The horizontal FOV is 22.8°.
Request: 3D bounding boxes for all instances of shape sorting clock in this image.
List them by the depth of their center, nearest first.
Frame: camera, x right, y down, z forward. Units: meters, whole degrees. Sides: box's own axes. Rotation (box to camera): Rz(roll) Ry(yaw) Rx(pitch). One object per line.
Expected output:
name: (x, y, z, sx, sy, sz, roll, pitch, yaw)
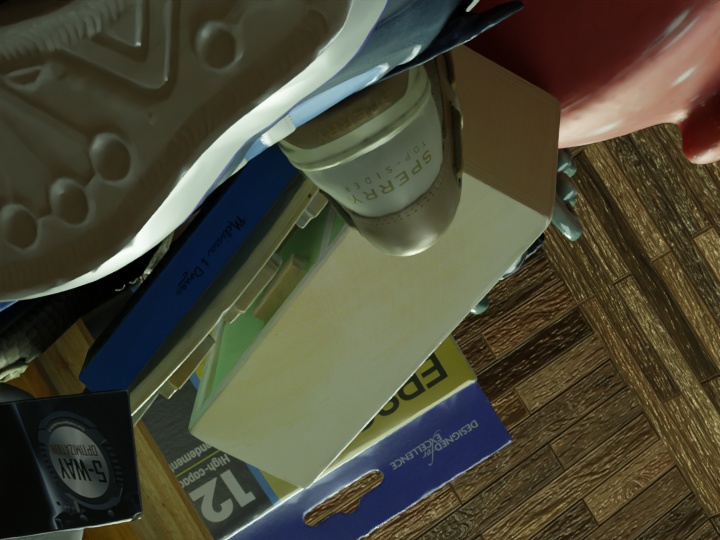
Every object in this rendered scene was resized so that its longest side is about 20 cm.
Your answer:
shape sorting clock: (-0.059, -0.003, 0.746, 0.200, 0.039, 0.200, -50, -173, 8)

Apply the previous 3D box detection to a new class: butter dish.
butter dish: (0.125, -0.115, 0.773, 0.199, 0.149, 0.200, -33, 177, 32)

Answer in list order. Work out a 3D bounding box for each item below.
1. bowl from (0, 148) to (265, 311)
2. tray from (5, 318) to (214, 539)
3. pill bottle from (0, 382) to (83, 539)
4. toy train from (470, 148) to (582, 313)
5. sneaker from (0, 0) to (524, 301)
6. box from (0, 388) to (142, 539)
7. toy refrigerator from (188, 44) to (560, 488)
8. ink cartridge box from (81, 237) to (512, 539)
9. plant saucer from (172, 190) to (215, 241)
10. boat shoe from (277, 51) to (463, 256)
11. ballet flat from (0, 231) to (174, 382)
bowl: (-0.124, -0.013, 0.641, 0.200, 0.040, 0.201, -30, -174, 4)
tray: (-0.140, 0.091, 0.864, 0.037, 0.201, 0.098, -30, 177, -42)
pill bottle: (-0.227, 0.110, 0.816, 0.199, 0.110, 0.109, -7, -166, 39)
toy train: (0.047, -0.058, 0.869, 0.085, 0.114, 0.200, -38, -169, 15)
sneaker: (-0.039, -0.066, 0.529, 0.199, 0.081, 0.146, -31, -178, 33)
box: (-0.194, 0.074, 0.583, 0.199, 0.044, 0.160, -4, 175, -34)
toy refrigerator: (0.000, 0.000, 0.753, 0.200, 0.070, 0.076, -50, -160, 40)
ink cartridge box: (-0.045, 0.069, 0.938, 0.197, 0.201, 0.047, -33, -165, 1)
plant saucer: (-0.074, -0.044, 0.994, 0.199, 0.032, 0.200, -33, 178, -1)
boat shoe: (0.002, -0.063, 0.637, 0.072, 0.065, 0.200, -29, -159, 8)
ballet flat: (-0.132, 0.013, 0.795, 0.067, 0.047, 0.200, -13, -163, 22)
